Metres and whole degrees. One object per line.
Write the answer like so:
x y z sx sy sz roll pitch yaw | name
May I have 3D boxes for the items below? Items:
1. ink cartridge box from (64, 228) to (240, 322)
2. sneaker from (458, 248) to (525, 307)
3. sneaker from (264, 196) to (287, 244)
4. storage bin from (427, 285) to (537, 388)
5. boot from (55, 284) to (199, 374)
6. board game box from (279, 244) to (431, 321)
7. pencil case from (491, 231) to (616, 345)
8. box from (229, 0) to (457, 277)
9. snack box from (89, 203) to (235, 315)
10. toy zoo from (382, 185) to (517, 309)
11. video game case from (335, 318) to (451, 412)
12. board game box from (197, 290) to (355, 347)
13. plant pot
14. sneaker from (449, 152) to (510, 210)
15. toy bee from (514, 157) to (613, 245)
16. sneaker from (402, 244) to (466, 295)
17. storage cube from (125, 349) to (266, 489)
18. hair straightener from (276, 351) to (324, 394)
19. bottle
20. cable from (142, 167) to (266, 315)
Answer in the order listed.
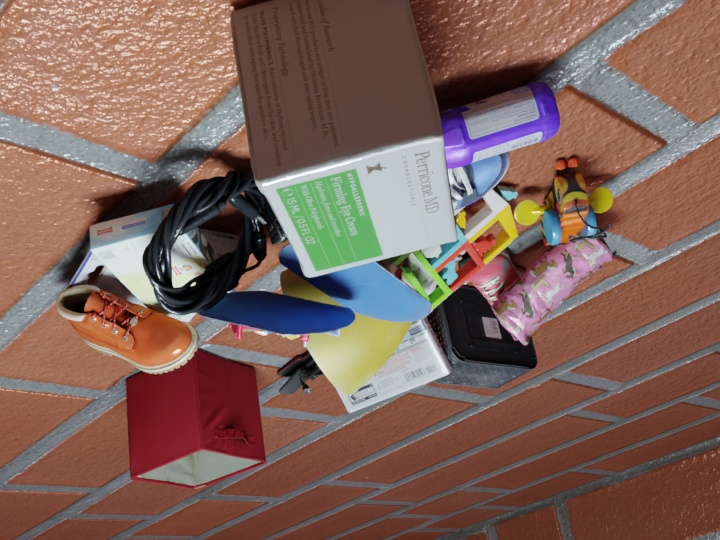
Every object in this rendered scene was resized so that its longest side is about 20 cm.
-0.286 0.000 1.211 0.197 0.041 0.199 9 146 -33 | ink cartridge box
0.223 0.027 1.402 0.073 0.088 0.199 -26 149 27 | sneaker
-0.052 -0.091 1.082 0.085 0.079 0.200 2 151 -31 | sneaker
0.187 0.112 1.496 0.197 0.137 0.094 9 148 -35 | storage bin
-0.304 0.072 1.161 0.197 0.076 0.108 8 150 26 | boot
0.000 0.000 1.106 0.199 0.039 0.157 35 154 -33 | board game box
0.283 0.018 1.335 0.086 0.083 0.200 42 99 -13 | pencil case
-0.010 -0.135 0.869 0.168 0.203 0.200 -14 153 4 | box
-0.242 -0.007 1.129 0.114 0.038 0.201 -13 151 6 | snack box
0.136 -0.041 1.219 0.199 0.021 0.131 -40 136 3 | toy zoo
0.021 0.114 1.424 0.198 0.184 0.023 -25 -172 27 | video game case
-0.106 0.068 1.111 0.197 0.040 0.158 10 -167 24 | board game box
-0.004 0.053 1.277 0.141 0.202 0.200 -31 150 8 | plant pot
0.075 -0.089 1.055 0.197 0.082 0.147 -19 -168 23 | sneaker
0.284 -0.093 1.200 0.129 0.111 0.199 -8 180 -23 | toy bee
0.109 -0.014 1.295 0.098 0.079 0.201 -14 154 -1 | sneaker
-0.287 0.263 1.570 0.198 0.183 0.170 -26 150 26 | storage cube
-0.084 0.182 1.601 0.040 0.078 0.199 14 145 -37 | hair straightener
0.119 -0.152 1.002 0.197 0.066 0.084 -17 -176 -1 | bottle
-0.173 -0.034 1.049 0.199 0.050 0.165 -26 138 -51 | cable
